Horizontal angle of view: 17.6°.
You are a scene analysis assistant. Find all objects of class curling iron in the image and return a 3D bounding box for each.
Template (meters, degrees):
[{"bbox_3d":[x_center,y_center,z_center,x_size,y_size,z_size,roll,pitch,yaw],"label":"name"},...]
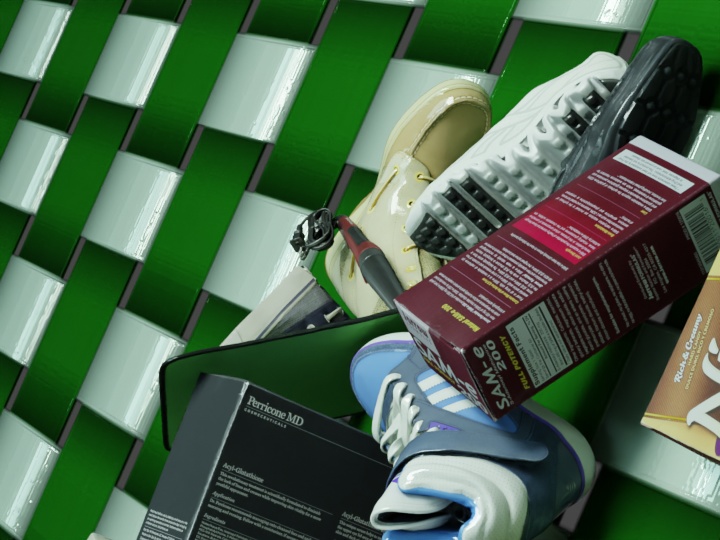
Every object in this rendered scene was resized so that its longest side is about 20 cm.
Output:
[{"bbox_3d":[0.000,0.000,1.686,0.049,0.026,0.200,-35,30,-7],"label":"curling iron"}]

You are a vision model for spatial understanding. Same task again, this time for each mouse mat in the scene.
[{"bbox_3d":[-0.043,0.076,1.627,0.161,0.199,0.008,97,160,-62],"label":"mouse mat"}]

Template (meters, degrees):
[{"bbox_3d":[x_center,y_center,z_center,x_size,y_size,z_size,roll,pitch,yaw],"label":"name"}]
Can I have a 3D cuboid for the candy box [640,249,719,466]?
[{"bbox_3d":[0.251,0.022,1.349,0.201,0.056,0.117,-64,28,0],"label":"candy box"}]

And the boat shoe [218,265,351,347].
[{"bbox_3d":[-0.060,0.077,1.731,0.075,0.093,0.200,-48,0,41],"label":"boat shoe"}]

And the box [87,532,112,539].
[{"bbox_3d":[-0.197,0.331,1.823,0.200,0.109,0.128,-60,28,10],"label":"box"}]

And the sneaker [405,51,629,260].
[{"bbox_3d":[0.117,-0.080,1.640,0.200,0.075,0.081,-35,27,18],"label":"sneaker"}]

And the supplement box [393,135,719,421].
[{"bbox_3d":[0.132,0.002,1.464,0.200,0.061,0.109,-33,26,-10],"label":"supplement box"}]

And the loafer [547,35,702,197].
[{"bbox_3d":[0.163,-0.068,1.559,0.070,0.068,0.201,37,104,53],"label":"loafer"}]

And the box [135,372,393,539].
[{"bbox_3d":[-0.036,0.170,1.572,0.079,0.200,0.142,11,77,61],"label":"box"}]

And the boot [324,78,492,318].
[{"bbox_3d":[0.050,-0.028,1.720,0.200,0.073,0.156,-55,29,21],"label":"boot"}]

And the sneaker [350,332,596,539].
[{"bbox_3d":[0.037,0.113,1.484,0.200,0.146,0.081,28,123,31],"label":"sneaker"}]
